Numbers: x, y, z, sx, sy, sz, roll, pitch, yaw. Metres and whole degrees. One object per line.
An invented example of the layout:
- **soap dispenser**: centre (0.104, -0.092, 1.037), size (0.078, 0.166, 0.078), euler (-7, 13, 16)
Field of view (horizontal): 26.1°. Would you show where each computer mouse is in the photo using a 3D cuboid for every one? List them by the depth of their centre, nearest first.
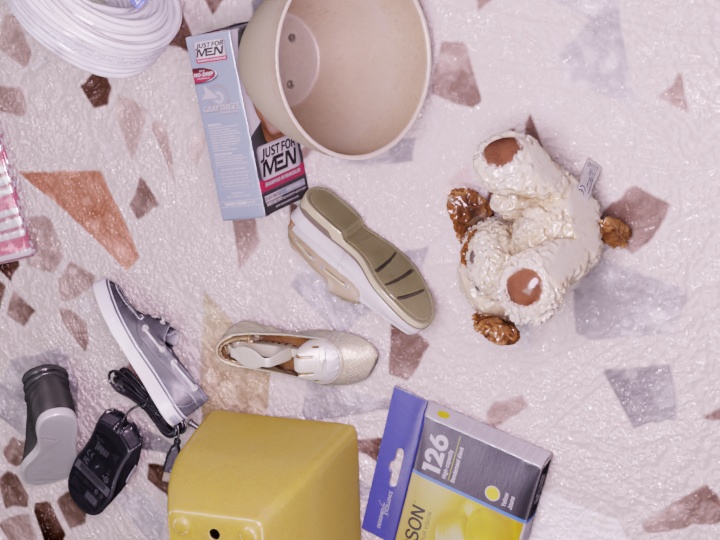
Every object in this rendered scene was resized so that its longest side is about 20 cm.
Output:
- **computer mouse**: centre (-0.281, 0.232, 1.933), size (0.140, 0.046, 0.202), euler (33, 111, 24)

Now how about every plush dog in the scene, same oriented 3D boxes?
- **plush dog**: centre (0.164, -0.021, 1.580), size (0.171, 0.159, 0.202), euler (-30, 62, 46)

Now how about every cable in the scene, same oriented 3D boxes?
- **cable**: centre (-0.291, -0.296, 1.678), size (0.198, 0.201, 0.069), euler (25, 130, -20)

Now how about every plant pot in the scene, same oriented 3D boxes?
- **plant pot**: centre (-0.123, 0.291, 1.763), size (0.192, 0.200, 0.198), euler (4, 106, 20)

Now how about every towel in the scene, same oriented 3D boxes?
- **towel**: centre (-0.493, -0.100, 1.945), size (0.145, 0.030, 0.202), euler (-10, 102, 19)

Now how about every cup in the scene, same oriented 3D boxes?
- **cup**: centre (-0.046, -0.218, 1.596), size (0.142, 0.199, 0.203), euler (9, 112, 51)

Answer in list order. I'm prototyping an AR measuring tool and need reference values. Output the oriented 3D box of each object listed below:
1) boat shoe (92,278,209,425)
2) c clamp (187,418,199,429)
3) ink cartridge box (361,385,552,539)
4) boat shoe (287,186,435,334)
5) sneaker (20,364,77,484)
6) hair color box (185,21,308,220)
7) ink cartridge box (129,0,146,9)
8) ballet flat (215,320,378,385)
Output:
- **boat shoe**: centre (-0.249, 0.085, 1.861), size (0.067, 0.072, 0.201), euler (-33, 72, -1)
- **c clamp**: centre (-0.165, 0.301, 1.909), size (0.170, 0.027, 0.202), euler (28, 116, 13)
- **ink cartridge box**: centre (0.097, 0.257, 1.739), size (0.198, 0.047, 0.200), euler (21, 116, 19)
- **boat shoe**: centre (0.000, 0.000, 1.697), size (0.200, 0.074, 0.069), euler (48, 128, 15)
- **sneaker**: centre (-0.398, 0.193, 1.980), size (0.201, 0.070, 0.100), euler (114, 147, -51)
- **hair color box**: centre (-0.121, -0.165, 1.688), size (0.060, 0.099, 0.202), euler (-4, 104, 30)
- **ink cartridge box**: centre (-0.201, -0.386, 1.655), size (0.200, 0.042, 0.119), euler (-45, 82, 6)
- **ballet flat**: centre (-0.076, 0.101, 1.771), size (0.198, 0.062, 0.068), euler (5, 108, 27)
